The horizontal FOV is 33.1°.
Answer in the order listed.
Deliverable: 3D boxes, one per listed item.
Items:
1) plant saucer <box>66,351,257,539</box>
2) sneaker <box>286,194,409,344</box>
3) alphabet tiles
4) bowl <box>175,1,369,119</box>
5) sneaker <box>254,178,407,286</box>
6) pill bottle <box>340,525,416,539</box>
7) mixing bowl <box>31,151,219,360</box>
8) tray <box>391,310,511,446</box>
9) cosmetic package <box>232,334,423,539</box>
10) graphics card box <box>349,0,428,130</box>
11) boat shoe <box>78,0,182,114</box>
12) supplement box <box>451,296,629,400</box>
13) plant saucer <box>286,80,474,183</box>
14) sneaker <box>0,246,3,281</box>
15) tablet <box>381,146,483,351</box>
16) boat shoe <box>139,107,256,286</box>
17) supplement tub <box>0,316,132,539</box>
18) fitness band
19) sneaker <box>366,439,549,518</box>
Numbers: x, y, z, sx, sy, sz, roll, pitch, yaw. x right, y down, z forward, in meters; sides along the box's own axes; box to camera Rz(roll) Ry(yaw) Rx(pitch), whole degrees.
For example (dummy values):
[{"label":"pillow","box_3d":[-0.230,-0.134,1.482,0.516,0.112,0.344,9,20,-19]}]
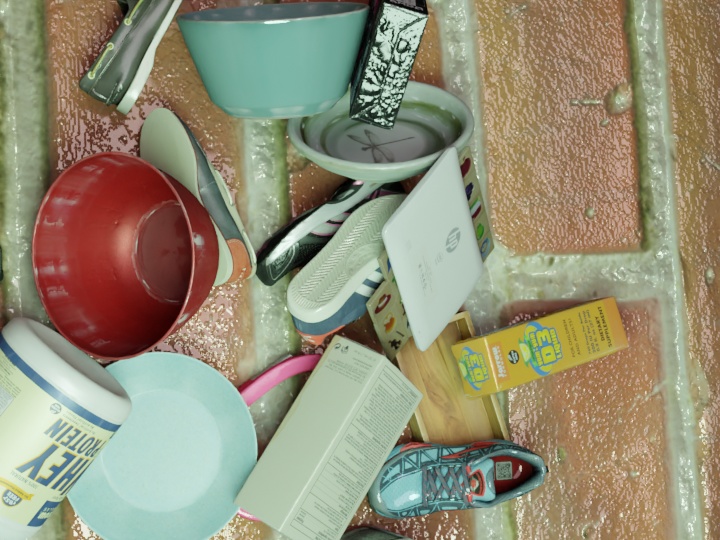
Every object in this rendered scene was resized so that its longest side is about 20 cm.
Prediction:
[{"label":"plant saucer","box_3d":[-0.203,0.183,1.231,0.200,0.039,0.202,0,85,0]},{"label":"sneaker","box_3d":[0.000,0.000,1.266,0.075,0.085,0.200,36,61,28]},{"label":"alphabet tiles","box_3d":[0.075,-0.007,1.279,0.200,0.008,0.167,-51,145,-24]},{"label":"bowl","box_3d":[-0.087,-0.218,1.260,0.200,0.201,0.105,-10,109,-19]},{"label":"sneaker","box_3d":[-0.020,-0.038,1.307,0.200,0.080,0.086,-36,98,-17]},{"label":"pill bottle","box_3d":[0.030,0.324,1.224,0.114,0.200,0.114,2,84,-18]},{"label":"mixing bowl","box_3d":[-0.215,-0.015,1.202,0.108,0.200,0.201,-4,84,-61]},{"label":"tray","box_3d":[0.102,0.155,1.351,0.098,0.037,0.201,-18,90,-19]},{"label":"cosmetic package","box_3d":[-0.029,0.179,1.230,0.200,0.073,0.104,-57,141,-13]},{"label":"graphics card box","box_3d":[0.028,-0.239,1.261,0.051,0.200,0.126,15,116,-8]},{"label":"boat shoe","box_3d":[-0.227,-0.265,1.264,0.060,0.072,0.202,25,79,-16]},{"label":"supplement box","box_3d":[0.202,0.085,1.354,0.200,0.069,0.067,-15,88,-30]},{"label":"plant saucer","box_3d":[0.022,-0.141,1.298,0.200,0.200,0.050,-17,128,-19]},{"label":"sneaker","box_3d":[-0.399,0.045,1.182,0.076,0.114,0.200,21,107,-10]},{"label":"tablet","box_3d":[0.080,-0.019,1.260,0.130,0.014,0.200,-51,145,-26]},{"label":"boat shoe","box_3d":[-0.168,-0.077,1.271,0.063,0.071,0.200,-13,75,-56]},{"label":"supplement tub","box_3d":[-0.329,0.161,1.142,0.145,0.145,0.200,39,87,-11]},{"label":"fitness band","box_3d":[-0.076,0.175,1.290,0.200,0.037,0.144,-36,97,-17]},{"label":"sneaker","box_3d":[0.105,0.214,1.277,0.199,0.096,0.080,-9,87,-19]}]
